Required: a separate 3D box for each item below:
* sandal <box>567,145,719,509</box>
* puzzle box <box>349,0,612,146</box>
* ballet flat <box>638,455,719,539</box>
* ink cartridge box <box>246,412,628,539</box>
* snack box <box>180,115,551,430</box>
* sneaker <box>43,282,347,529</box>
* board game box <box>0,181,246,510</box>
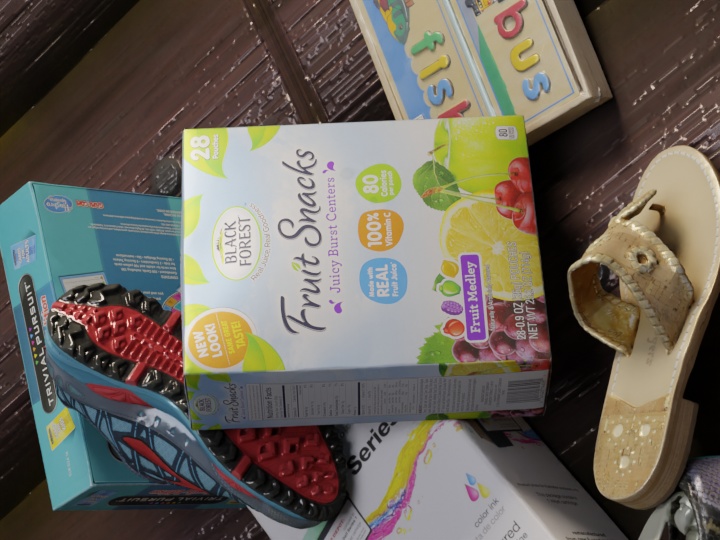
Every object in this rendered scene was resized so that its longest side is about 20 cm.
[{"bbox_3d":[0.143,0.016,1.185,0.078,0.070,0.212,-16,57,49],"label":"sandal"},{"bbox_3d":[0.059,-0.162,1.328,0.133,0.025,0.200,-30,74,33],"label":"puzzle box"},{"bbox_3d":[0.168,0.194,1.171,0.072,0.072,0.201,4,83,40],"label":"ballet flat"},{"bbox_3d":[0.040,0.145,1.276,0.145,0.084,0.200,-54,54,19],"label":"ink cartridge box"},{"bbox_3d":[0.000,0.000,1.246,0.199,0.068,0.169,-4,56,-1],"label":"snack box"},{"bbox_3d":[-0.095,0.087,1.284,0.200,0.079,0.096,35,143,10],"label":"sneaker"},{"bbox_3d":[-0.139,0.049,1.394,0.047,0.151,0.200,-33,63,41],"label":"board game box"}]
